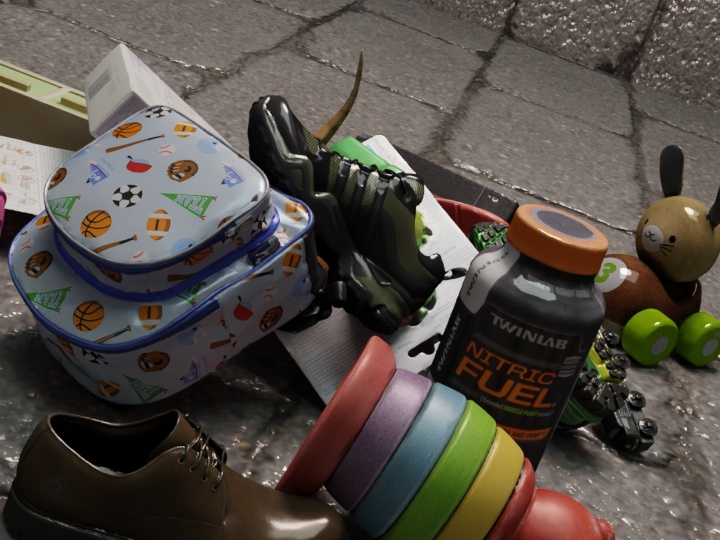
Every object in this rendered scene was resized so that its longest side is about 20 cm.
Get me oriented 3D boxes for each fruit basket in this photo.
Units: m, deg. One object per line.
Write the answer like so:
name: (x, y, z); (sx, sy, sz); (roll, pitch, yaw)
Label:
fruit basket: (0.000, 0.000, 0.907); (0.185, 0.094, 0.200); (-31, 76, -20)

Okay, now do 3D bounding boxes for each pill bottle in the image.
pill bottle: (0.114, 0.054, 0.823); (0.106, 0.201, 0.106); (16, 22, -7)

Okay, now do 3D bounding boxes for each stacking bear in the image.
stacking bear: (0.062, 0.141, 0.703); (0.200, 0.122, 0.114); (33, -18, 2)

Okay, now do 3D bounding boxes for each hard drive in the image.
hard drive: (0.087, -0.071, 1.212); (0.200, 0.038, 0.140); (29, -13, 23)

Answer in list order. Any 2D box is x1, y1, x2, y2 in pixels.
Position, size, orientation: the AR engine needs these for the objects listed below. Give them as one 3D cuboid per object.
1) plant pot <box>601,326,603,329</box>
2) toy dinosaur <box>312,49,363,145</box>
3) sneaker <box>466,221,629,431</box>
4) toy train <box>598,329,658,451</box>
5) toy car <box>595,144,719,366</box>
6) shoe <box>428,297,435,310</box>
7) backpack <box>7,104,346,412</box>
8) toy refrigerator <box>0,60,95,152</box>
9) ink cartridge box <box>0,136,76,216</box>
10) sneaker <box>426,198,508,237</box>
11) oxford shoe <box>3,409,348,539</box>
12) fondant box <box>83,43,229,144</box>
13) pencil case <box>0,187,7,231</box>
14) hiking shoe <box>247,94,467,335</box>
plant pot: (0.147, 0.042, 1.110); (0.199, 0.028, 0.200); (16, 22, -7)
toy dinosaur: (-0.055, -0.092, 0.955); (0.060, 0.200, 0.106); (47, -3, 0)
sneaker: (0.140, 0.047, 0.945); (0.078, 0.085, 0.200); (-7, 64, -43)
toy train: (0.212, 0.075, 1.000); (0.046, 0.034, 0.200); (1, 50, -20)
toy car: (0.321, -0.026, 1.178); (0.157, 0.201, 0.164); (4, 26, -34)
shoe: (0.004, 0.005, 1.009); (0.199, 0.072, 0.091); (4, 11, 0)
backpack: (-0.142, -0.007, 0.779); (0.190, 0.154, 0.200); (-43, 53, -19)
toy refrigerator: (-0.339, -0.163, 1.131); (0.199, 0.070, 0.076); (22, 22, 6)
ink cartridge box: (-0.263, -0.061, 0.989); (0.199, 0.057, 0.163); (6, 26, -21)
sneaker: (0.076, -0.047, 1.116); (0.199, 0.079, 0.115); (7, 18, 30)
oxford shoe: (-0.095, 0.128, 0.636); (0.199, 0.085, 0.073); (15, 21, -16)
fondant box: (-0.165, -0.107, 1.041); (0.200, 0.058, 0.144); (42, 10, -30)
pencil case: (-0.372, -0.053, 0.826); (0.199, 0.091, 0.094); (18, 22, -10)
hiking shoe: (-0.006, -0.054, 0.838); (0.101, 0.200, 0.076); (-35, 5, -19)
